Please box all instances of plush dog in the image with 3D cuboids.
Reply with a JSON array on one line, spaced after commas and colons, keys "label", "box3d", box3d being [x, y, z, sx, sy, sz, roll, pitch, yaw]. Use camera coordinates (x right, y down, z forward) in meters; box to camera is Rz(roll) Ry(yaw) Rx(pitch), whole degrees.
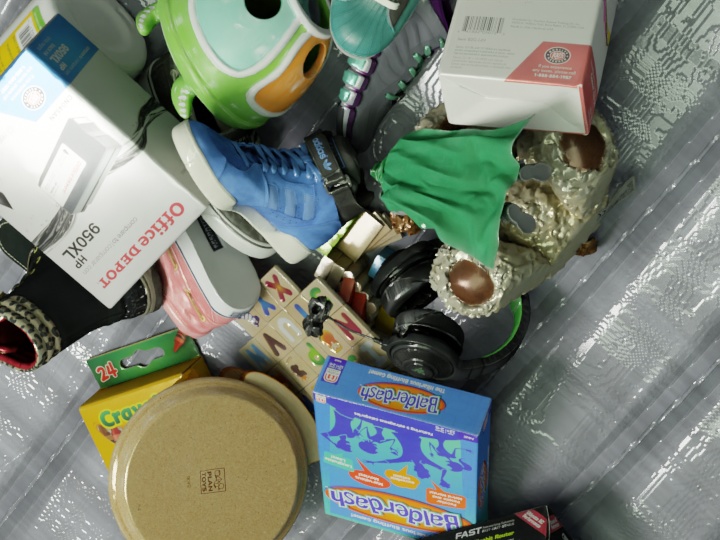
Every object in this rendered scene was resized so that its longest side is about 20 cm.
[{"label": "plush dog", "box3d": [0.115, -0.076, 1.532, 0.172, 0.160, 0.200, 42, 104, 20]}]

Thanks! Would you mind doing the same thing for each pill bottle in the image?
[{"label": "pill bottle", "box3d": [-0.291, -0.158, 1.642, 0.111, 0.111, 0.200, 47, 118, -3]}]

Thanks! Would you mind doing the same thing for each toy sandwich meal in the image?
[{"label": "toy sandwich meal", "box3d": [-0.137, 0.180, 1.688, 0.203, 0.070, 0.207, -2, 99, -14]}]

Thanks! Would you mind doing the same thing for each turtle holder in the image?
[{"label": "turtle holder", "box3d": [-0.097, -0.218, 1.547, 0.131, 0.141, 0.187, -28, 55, 26]}]

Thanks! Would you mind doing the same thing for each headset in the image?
[{"label": "headset", "box3d": [0.049, 0.031, 1.559, 0.198, 0.124, 0.094, -8, 155, -11]}]

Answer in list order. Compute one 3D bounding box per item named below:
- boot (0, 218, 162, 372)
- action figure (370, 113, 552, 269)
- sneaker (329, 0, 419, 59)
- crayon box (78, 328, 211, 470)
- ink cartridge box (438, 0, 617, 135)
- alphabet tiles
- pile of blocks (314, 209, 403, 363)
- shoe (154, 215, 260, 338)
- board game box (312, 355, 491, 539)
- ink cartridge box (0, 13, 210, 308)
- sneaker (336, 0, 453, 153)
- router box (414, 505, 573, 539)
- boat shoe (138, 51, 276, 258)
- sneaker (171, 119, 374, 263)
[{"label": "boot", "box3d": [-0.298, 0.012, 1.664, 0.203, 0.153, 0.074, 24, 129, 32]}, {"label": "action figure", "box3d": [0.069, -0.070, 1.448, 0.199, 0.054, 0.119, 16, 86, 56]}, {"label": "sneaker", "box3d": [0.037, -0.262, 1.450, 0.071, 0.080, 0.201, 29, 86, -5]}, {"label": "crayon box", "box3d": [-0.184, 0.166, 1.764, 0.126, 0.051, 0.201, -19, 102, 26]}, {"label": "ink cartridge box", "box3d": [0.141, -0.210, 1.455, 0.115, 0.201, 0.068, 7, 150, 17]}, {"label": "alphabet tiles", "box3d": [-0.030, 0.088, 1.665, 0.200, 0.006, 0.166, 46, 141, -3]}, {"label": "pile of blocks", "box3d": [0.000, 0.000, 1.626, 0.082, 0.062, 0.201, -24, 101, 26]}, {"label": "shoe", "box3d": [-0.166, -0.039, 1.665, 0.091, 0.071, 0.201, -31, 82, 49]}, {"label": "board game box", "box3d": [0.039, 0.168, 1.637, 0.151, 0.045, 0.201, 13, 143, 14]}, {"label": "ink cartridge box", "box3d": [-0.233, -0.090, 1.552, 0.200, 0.084, 0.145, 41, 118, -11]}, {"label": "sneaker", "box3d": [0.038, -0.182, 1.538, 0.087, 0.074, 0.201, 18, 115, 7]}, {"label": "router box", "box3d": [0.116, 0.300, 1.669, 0.199, 0.062, 0.150, -18, 129, 25]}, {"label": "boat shoe", "box3d": [-0.122, -0.103, 1.617, 0.063, 0.071, 0.201, -28, 98, 46]}, {"label": "sneaker", "box3d": [-0.064, -0.087, 1.514, 0.111, 0.077, 0.200, -34, 139, 13]}]
